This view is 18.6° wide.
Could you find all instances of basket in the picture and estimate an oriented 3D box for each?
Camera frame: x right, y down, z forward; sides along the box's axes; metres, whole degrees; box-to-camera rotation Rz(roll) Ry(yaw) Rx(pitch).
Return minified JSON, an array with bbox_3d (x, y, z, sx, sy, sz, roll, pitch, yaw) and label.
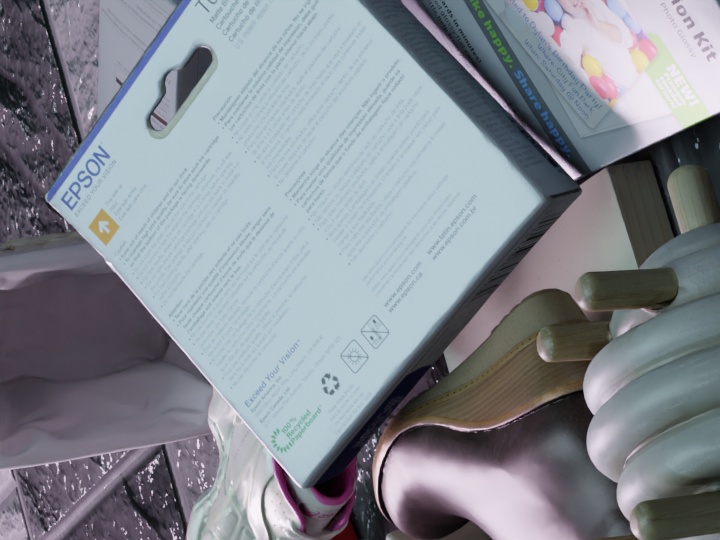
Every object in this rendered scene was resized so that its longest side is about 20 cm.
[{"bbox_3d":[-0.185,0.042,1.433,0.123,0.200,0.136,-161,64,-66],"label":"basket"}]

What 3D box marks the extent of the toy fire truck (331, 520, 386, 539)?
[{"bbox_3d":[0.015,0.215,1.251,0.200,0.049,0.141,69,153,20],"label":"toy fire truck"}]

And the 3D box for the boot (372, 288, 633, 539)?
[{"bbox_3d":[0.077,0.124,1.005,0.200,0.072,0.166,-58,46,50],"label":"boot"}]

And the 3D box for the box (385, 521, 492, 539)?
[{"bbox_3d":[0.086,0.197,1.078,0.200,0.068,0.082,37,131,55],"label":"box"}]

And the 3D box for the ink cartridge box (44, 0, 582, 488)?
[{"bbox_3d":[-0.028,-0.036,1.027,0.200,0.041,0.200,48,118,15],"label":"ink cartridge box"}]

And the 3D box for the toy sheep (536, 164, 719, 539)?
[{"bbox_3d":[0.144,0.049,0.837,0.138,0.138,0.200,134,131,-59],"label":"toy sheep"}]

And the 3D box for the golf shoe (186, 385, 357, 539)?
[{"bbox_3d":[-0.045,0.134,1.216,0.092,0.075,0.200,36,128,48],"label":"golf shoe"}]

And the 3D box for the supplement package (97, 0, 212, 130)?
[{"bbox_3d":[-0.082,-0.085,1.267,0.110,0.114,0.200,44,136,49],"label":"supplement package"}]

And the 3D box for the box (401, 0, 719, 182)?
[{"bbox_3d":[0.090,-0.123,0.931,0.156,0.041,0.200,58,152,-4],"label":"box"}]

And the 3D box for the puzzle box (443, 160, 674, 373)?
[{"bbox_3d":[0.098,0.042,1.047,0.200,0.025,0.133,-37,66,62],"label":"puzzle box"}]
